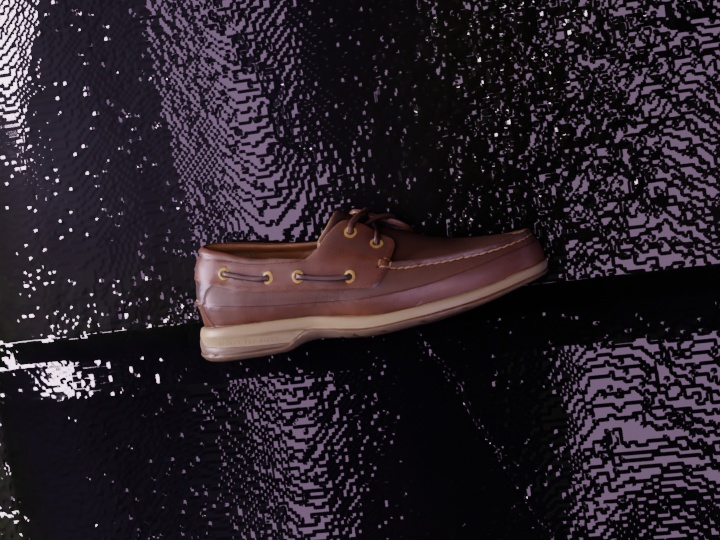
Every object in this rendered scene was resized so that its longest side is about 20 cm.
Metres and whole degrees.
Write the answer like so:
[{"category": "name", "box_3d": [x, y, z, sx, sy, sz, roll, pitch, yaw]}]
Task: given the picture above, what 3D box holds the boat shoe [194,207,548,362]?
[{"category": "boat shoe", "box_3d": [0.000, 0.000, 1.053, 0.200, 0.072, 0.068, -11, 95, 19]}]
